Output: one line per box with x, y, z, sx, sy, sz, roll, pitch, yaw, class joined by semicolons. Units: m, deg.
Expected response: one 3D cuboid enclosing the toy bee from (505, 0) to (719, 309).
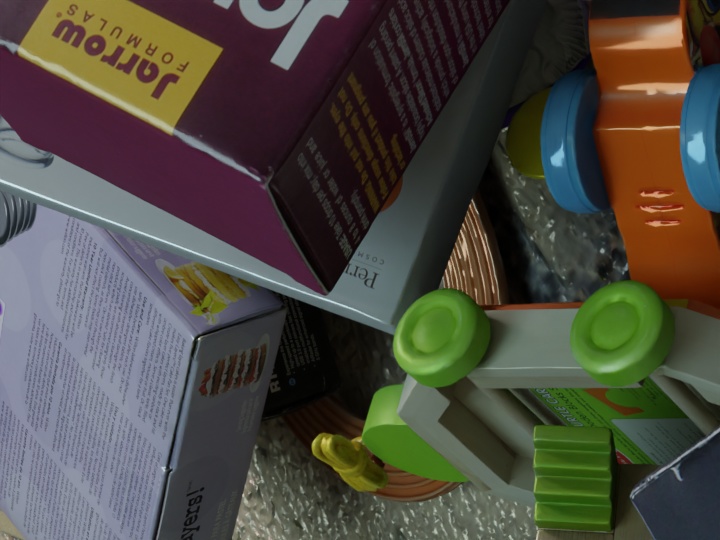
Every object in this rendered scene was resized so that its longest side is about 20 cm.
0.111;-0.065;0.791;0.130;0.109;0.201;17;139;17;toy bee

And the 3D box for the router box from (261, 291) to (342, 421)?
-0.097;-0.024;1.077;0.150;0.062;0.201;-16;91;56;router box

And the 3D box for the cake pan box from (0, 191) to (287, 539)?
-0.117;0.043;1.036;0.184;0.052;0.201;45;136;36;cake pan box

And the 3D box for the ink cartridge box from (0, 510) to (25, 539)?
-0.195;0.041;1.262;0.200;0.075;0.166;11;112;52;ink cartridge box

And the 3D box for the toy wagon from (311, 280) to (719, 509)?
0.073;0.053;0.827;0.199;0.040;0.155;-2;149;36;toy wagon

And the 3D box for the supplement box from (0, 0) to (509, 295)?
-0.021;-0.117;0.772;0.131;0.201;0.103;27;167;18;supplement box

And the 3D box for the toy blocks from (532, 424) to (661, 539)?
0.087;0.159;0.809;0.200;0.099;0.137;72;-156;-57;toy blocks

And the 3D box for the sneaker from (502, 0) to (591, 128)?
-0.002;-0.062;0.924;0.199;0.099;0.070;-18;75;14;sneaker

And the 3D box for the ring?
0.000;0.000;1.025;0.200;0.019;0.201;26;124;46;ring

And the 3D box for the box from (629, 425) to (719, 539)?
0.210;0.034;0.593;0.124;0.199;0.198;61;145;14;box

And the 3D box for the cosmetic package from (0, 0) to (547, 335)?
-0.047;-0.079;0.859;0.199;0.052;0.151;19;88;17;cosmetic package
